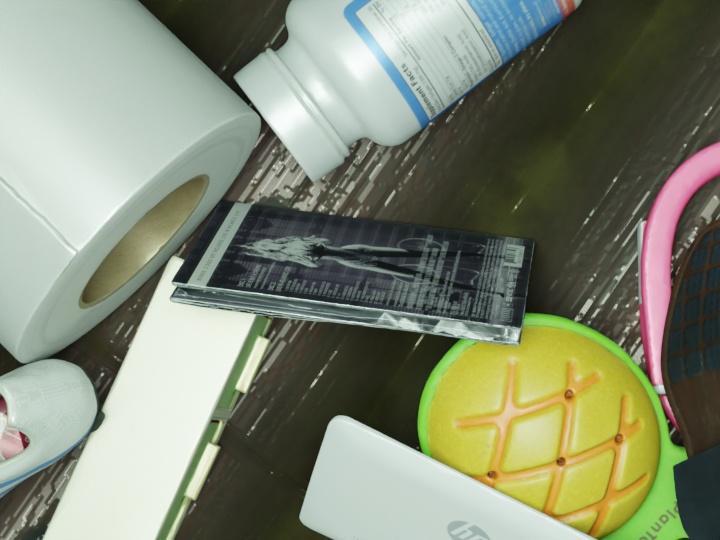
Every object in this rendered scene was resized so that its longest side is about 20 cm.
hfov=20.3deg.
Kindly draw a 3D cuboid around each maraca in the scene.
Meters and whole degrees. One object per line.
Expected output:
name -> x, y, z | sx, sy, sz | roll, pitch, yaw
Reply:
maraca -> 0.124, 0.111, 1.189 | 0.200, 0.107, 0.137 | 40, 99, -13

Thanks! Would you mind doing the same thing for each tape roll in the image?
tape roll -> -0.175, -0.063, 1.178 | 0.139, 0.203, 0.203 | 44, 89, 6

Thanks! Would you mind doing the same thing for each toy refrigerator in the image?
toy refrigerator -> -0.119, 0.098, 1.221 | 0.070, 0.076, 0.200 | 23, 87, 6

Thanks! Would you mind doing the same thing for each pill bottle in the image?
pill bottle -> 0.025, -0.146, 1.214 | 0.200, 0.112, 0.112 | -37, 83, 1

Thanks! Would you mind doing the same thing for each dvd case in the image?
dvd case -> 0.000, 0.000, 1.189 | 0.200, 0.149, 0.016 | 8, 111, 5

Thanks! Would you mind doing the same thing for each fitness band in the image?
fitness band -> 0.242, 0.018, 1.219 | 0.143, 0.037, 0.200 | -3, 86, 4

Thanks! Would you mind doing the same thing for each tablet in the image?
tablet -> 0.062, 0.162, 1.183 | 0.200, 0.130, 0.014 | 25, 54, 6

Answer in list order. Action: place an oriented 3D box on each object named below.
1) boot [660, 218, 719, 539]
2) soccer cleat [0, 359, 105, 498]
boot -> 0.234, 0.073, 1.177 | 0.097, 0.075, 0.200 | 16, 67, -31
soccer cleat -> -0.239, 0.113, 1.191 | 0.200, 0.086, 0.070 | -39, 71, 31
